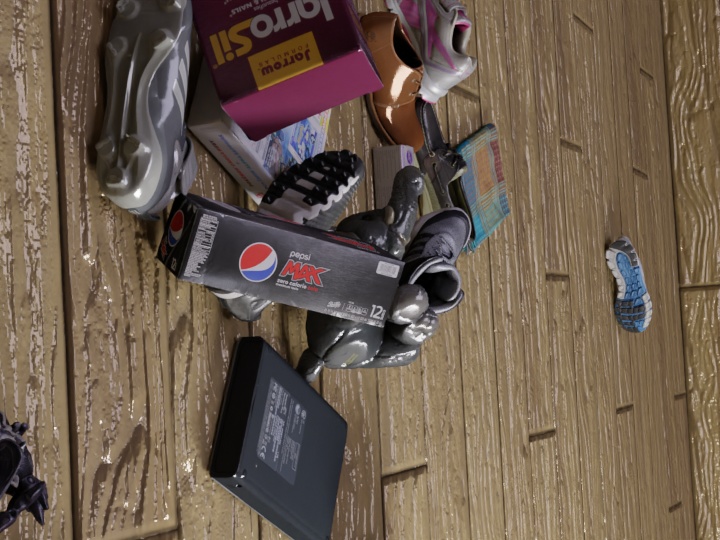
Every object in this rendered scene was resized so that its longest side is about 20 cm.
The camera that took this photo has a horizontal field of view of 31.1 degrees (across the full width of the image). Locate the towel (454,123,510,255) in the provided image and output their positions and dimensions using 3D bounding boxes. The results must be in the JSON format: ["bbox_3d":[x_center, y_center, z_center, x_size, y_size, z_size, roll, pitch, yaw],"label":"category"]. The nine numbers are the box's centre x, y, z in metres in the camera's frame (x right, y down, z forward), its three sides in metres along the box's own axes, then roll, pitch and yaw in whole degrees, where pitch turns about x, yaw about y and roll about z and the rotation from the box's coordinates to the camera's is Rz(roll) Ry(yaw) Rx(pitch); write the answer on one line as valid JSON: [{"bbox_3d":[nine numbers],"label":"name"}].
[{"bbox_3d":[0.172,-0.121,1.845,0.200,0.022,0.147,-40,123,-61],"label":"towel"}]

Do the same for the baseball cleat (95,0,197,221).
[{"bbox_3d":[-0.169,-0.140,1.063,0.106,0.069,0.201,42,58,-66],"label":"baseball cleat"}]

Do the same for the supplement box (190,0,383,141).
[{"bbox_3d":[-0.078,-0.234,1.105,0.103,0.131,0.201,45,24,-74],"label":"supplement box"}]

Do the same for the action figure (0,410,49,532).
[{"bbox_3d":[-0.249,0.118,0.788,0.119,0.102,0.200,59,-17,5],"label":"action figure"}]

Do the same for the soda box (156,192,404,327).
[{"bbox_3d":[-0.067,-0.009,1.107,0.199,0.071,0.064,15,99,-28],"label":"soda box"}]

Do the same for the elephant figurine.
[{"bbox_3d":[0.000,0.000,1.336,0.200,0.155,0.142,-107,-154,-42],"label":"elephant figurine"}]

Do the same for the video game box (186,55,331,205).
[{"bbox_3d":[-0.088,-0.174,1.254,0.182,0.047,0.201,47,45,-50],"label":"video game box"}]

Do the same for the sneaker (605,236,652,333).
[{"bbox_3d":[0.538,0.024,2.565,0.087,0.075,0.201,-49,130,-65],"label":"sneaker"}]

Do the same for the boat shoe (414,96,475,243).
[{"bbox_3d":[0.106,-0.126,1.645,0.072,0.066,0.202,-36,118,-59],"label":"boat shoe"}]

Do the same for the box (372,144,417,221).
[{"bbox_3d":[0.045,-0.047,1.529,0.039,0.041,0.201,2,83,-64],"label":"box"}]

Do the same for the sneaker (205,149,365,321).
[{"bbox_3d":[-0.066,-0.029,1.209,0.200,0.066,0.091,-47,146,-23],"label":"sneaker"}]

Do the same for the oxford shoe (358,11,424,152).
[{"bbox_3d":[0.046,-0.216,1.528,0.071,0.071,0.200,-73,149,-42],"label":"oxford shoe"}]

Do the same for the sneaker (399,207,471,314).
[{"bbox_3d":[0.085,-0.003,1.452,0.200,0.114,0.076,-45,112,-31],"label":"sneaker"}]

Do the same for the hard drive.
[{"bbox_3d":[-0.072,0.170,1.244,0.200,0.033,0.140,51,41,-51],"label":"hard drive"}]

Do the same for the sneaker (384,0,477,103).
[{"bbox_3d":[0.092,-0.314,1.604,0.081,0.088,0.201,-11,83,-65],"label":"sneaker"}]
